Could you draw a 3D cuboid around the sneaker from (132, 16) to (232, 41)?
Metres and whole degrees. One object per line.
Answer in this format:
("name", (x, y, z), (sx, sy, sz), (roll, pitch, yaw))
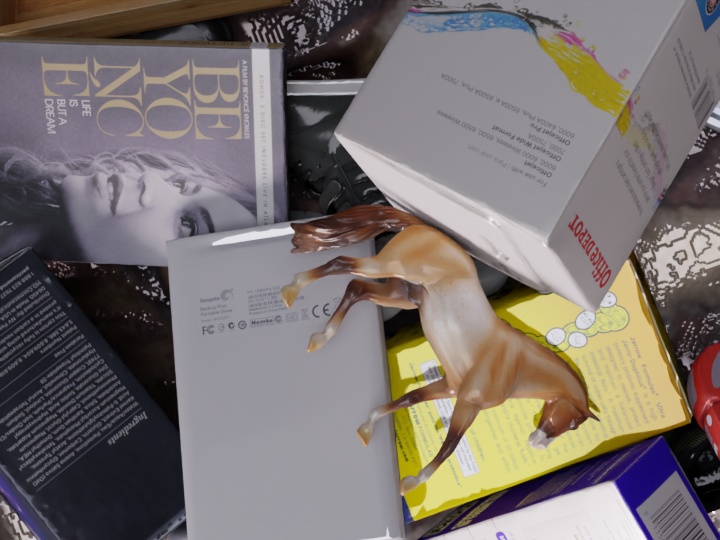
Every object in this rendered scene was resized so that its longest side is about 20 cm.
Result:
("sneaker", (-0.172, -0.103, 1.016), (0.200, 0.090, 0.070), (-34, 90, 13))

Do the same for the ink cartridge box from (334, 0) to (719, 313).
("ink cartridge box", (0.110, -0.106, 0.873), (0.145, 0.147, 0.200), (28, 84, 24))

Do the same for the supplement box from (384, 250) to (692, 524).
("supplement box", (0.100, 0.070, 0.979), (0.200, 0.109, 0.110), (-22, 93, 11))

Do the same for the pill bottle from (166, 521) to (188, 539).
("pill bottle", (-0.046, 0.251, 1.026), (0.112, 0.112, 0.200), (-20, 94, 12))

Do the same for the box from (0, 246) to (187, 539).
("box", (-0.201, 0.104, 1.004), (0.104, 0.148, 0.200), (-38, 88, -19))

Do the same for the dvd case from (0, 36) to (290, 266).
("dvd case", (-0.145, -0.073, 0.967), (0.200, 0.016, 0.149), (2, 113, 6))

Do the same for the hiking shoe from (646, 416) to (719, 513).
("hiking shoe", (0.272, 0.096, 0.952), (0.200, 0.101, 0.076), (-39, 101, 15))

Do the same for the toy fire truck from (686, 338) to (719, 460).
("toy fire truck", (0.279, 0.022, 0.918), (0.200, 0.049, 0.141), (-22, 54, 0))

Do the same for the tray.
("tray", (-0.147, -0.209, 1.009), (0.200, 0.037, 0.099), (-9, 71, 12))

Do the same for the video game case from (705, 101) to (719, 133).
("video game case", (0.191, -0.208, 0.972), (0.200, 0.023, 0.182), (26, 101, 6))

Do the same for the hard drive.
("hard drive", (-0.048, 0.071, 0.936), (0.132, 0.025, 0.200), (-8, 77, 11))

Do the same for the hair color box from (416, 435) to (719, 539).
("hair color box", (0.133, 0.187, 0.960), (0.200, 0.065, 0.109), (-29, 91, 47))

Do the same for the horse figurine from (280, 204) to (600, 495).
("horse figurine", (0.038, 0.035, 0.895), (0.132, 0.050, 0.200), (-31, 81, -12))

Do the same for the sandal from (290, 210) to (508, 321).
("sandal", (-0.001, 0.006, 1.017), (0.202, 0.083, 0.050), (2, 140, 8))

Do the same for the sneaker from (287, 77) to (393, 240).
("sneaker", (-0.035, -0.067, 0.993), (0.200, 0.071, 0.099), (-4, 72, 7))
